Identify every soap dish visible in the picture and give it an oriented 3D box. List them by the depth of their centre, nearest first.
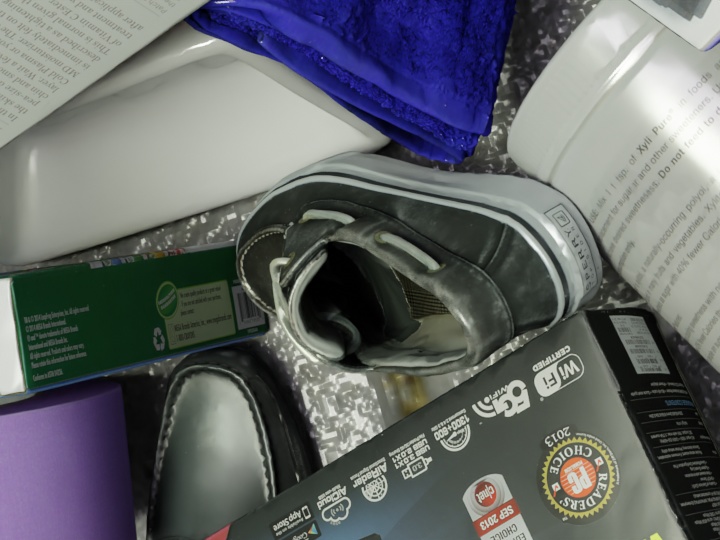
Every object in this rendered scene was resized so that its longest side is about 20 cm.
[{"bbox_3d":[-0.098,-0.074,0.919,0.199,0.157,0.082,-18,71,22],"label":"soap dish"}]

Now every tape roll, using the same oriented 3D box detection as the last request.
[{"bbox_3d":[-0.188,0.087,0.937,0.199,0.200,0.066,-6,93,23],"label":"tape roll"}]

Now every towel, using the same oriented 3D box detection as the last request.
[{"bbox_3d":[0.018,-0.152,0.836,0.049,0.147,0.201,2,74,42],"label":"towel"}]

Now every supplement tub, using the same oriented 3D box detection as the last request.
[{"bbox_3d":[0.162,-0.016,0.823,0.200,0.132,0.132,45,109,12],"label":"supplement tub"}]

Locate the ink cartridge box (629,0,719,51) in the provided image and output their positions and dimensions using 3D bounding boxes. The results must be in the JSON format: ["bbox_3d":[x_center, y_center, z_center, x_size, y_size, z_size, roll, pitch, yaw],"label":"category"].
[{"bbox_3d":[0.130,-0.143,0.794,0.200,0.198,0.043,38,133,17],"label":"ink cartridge box"}]

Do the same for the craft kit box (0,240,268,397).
[{"bbox_3d":[-0.165,0.026,0.924,0.197,0.200,0.049,-10,90,22],"label":"craft kit box"}]

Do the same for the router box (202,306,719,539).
[{"bbox_3d":[0.045,0.125,0.847,0.200,0.062,0.150,-33,72,26],"label":"router box"}]

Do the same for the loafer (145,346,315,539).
[{"bbox_3d":[-0.053,0.132,0.955,0.068,0.070,0.202,-1,94,22],"label":"loafer"}]

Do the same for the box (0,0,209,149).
[{"bbox_3d":[-0.152,-0.108,0.793,0.200,0.097,0.125,-31,50,25],"label":"box"}]

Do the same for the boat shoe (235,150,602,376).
[{"bbox_3d":[0.000,0.000,0.876,0.200,0.071,0.072,-5,112,58],"label":"boat shoe"}]
